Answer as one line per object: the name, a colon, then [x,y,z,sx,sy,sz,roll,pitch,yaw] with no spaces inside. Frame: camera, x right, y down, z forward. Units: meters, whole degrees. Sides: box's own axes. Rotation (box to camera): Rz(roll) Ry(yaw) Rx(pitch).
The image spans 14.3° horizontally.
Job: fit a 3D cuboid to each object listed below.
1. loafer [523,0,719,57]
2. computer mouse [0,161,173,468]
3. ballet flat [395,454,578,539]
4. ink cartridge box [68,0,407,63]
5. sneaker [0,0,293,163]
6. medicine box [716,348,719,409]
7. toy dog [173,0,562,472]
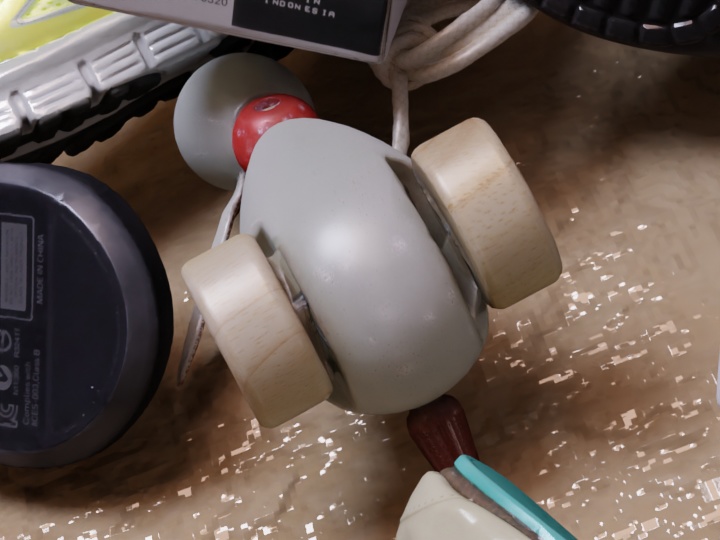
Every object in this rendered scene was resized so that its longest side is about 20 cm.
loafer: [0.115,-0.098,0.838,0.200,0.073,0.071,22,25,5]
computer mouse: [-0.127,0.001,0.857,0.200,0.139,0.053,12,10,33]
ballet flat: [0.068,0.110,0.651,0.069,0.070,0.200,-37,37,-18]
ink cartridge box: [-0.019,-0.132,0.886,0.095,0.037,0.200,12,33,5]
sneaker: [-0.061,-0.105,0.918,0.200,0.090,0.078,-26,-8,-24]
medicine box: [0.191,-0.047,0.672,0.182,0.103,0.200,-2,72,26]
toy dog: [0.000,0.000,0.812,0.132,0.096,0.200,-17,22,13]
